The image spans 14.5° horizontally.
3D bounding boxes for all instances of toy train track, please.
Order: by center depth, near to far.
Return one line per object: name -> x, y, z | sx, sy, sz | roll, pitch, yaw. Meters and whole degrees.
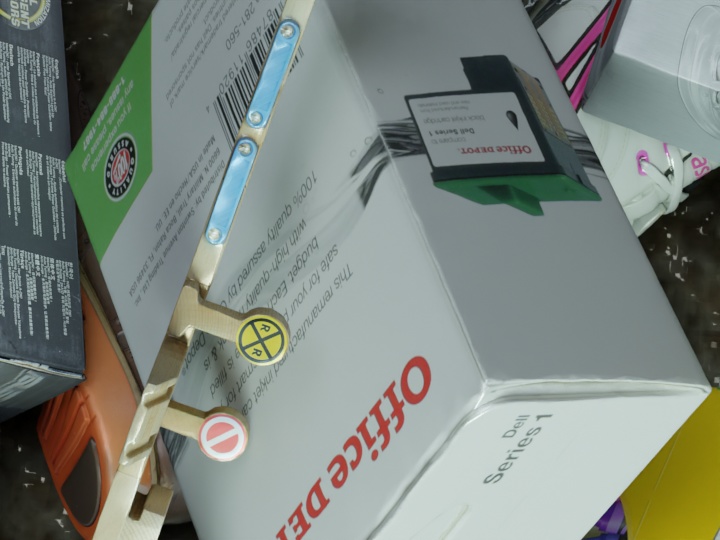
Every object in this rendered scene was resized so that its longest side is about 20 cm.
toy train track -> -0.027, -0.009, 0.758 | 0.032, 0.115, 0.201 | 19, 104, -3

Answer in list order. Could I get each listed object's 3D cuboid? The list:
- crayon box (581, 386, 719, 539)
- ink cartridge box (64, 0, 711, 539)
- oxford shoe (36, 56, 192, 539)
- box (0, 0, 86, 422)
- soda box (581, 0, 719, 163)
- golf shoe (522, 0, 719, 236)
crayon box -> 0.101, 0.132, 0.807 | 0.172, 0.058, 0.201 | 2, 59, 44
ink cartridge box -> 0.000, 0.000, 0.828 | 0.146, 0.084, 0.201 | -54, 47, 40
oxford shoe -> -0.082, 0.001, 0.960 | 0.072, 0.071, 0.201 | -6, 58, -23
box -> -0.166, -0.035, 0.953 | 0.161, 0.049, 0.201 | -27, 61, 39
soda box -> 0.173, -0.051, 0.870 | 0.199, 0.068, 0.064 | 21, 76, 0
golf shoe -> 0.069, -0.037, 0.920 | 0.092, 0.073, 0.201 | 16, 75, 17
